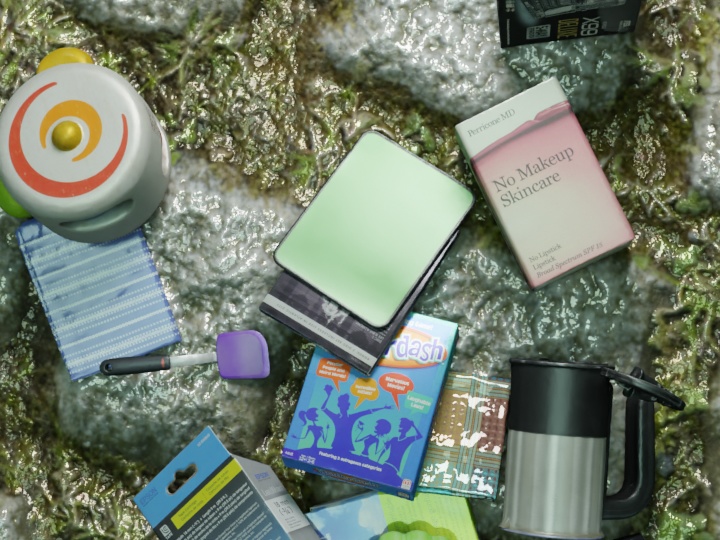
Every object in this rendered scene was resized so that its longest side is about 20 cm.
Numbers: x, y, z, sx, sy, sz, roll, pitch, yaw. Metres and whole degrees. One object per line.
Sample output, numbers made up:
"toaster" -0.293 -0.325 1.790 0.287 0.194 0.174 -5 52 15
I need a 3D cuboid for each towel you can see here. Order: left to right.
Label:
"towel" -0.309 0.015 1.647 0.144 0.024 0.201 -21 87 2
"towel" 0.063 0.177 1.570 0.198 0.022 0.148 6 68 10

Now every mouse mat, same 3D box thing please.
"mouse mat" 0.016 -0.050 1.585 0.160 0.008 0.200 33 74 15

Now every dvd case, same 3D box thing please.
"dvd case" 0.000 0.000 1.579 0.148 0.016 0.201 30 73 14

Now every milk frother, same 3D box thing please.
"milk frother" 0.244 0.192 1.488 0.179 0.200 0.190 3 87 2

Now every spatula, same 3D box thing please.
"spatula" -0.205 0.104 1.623 0.198 0.021 0.057 -5 92 -1

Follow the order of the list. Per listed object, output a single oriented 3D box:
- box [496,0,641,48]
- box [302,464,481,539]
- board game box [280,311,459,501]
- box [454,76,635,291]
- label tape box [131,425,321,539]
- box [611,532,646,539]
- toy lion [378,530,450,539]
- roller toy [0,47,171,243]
"box" 0.225 -0.303 1.513 0.156 0.200 0.050 -5 80 5
"box" 0.033 0.305 1.580 0.198 0.048 0.123 -17 85 5
"board game box" 0.013 0.138 1.556 0.151 0.045 0.201 13 68 10
"box" 0.203 -0.093 1.550 0.127 0.109 0.201 -26 85 5
"label tape box" -0.143 0.291 1.568 0.144 0.063 0.200 -43 74 21
"box" 0.240 0.351 1.478 0.163 0.200 0.087 -16 86 5
"toy lion" 0.035 0.381 1.535 0.198 0.069 0.193 -12 106 3
"roller toy" -0.312 -0.135 1.580 0.181 0.140 0.201 25 80 12
